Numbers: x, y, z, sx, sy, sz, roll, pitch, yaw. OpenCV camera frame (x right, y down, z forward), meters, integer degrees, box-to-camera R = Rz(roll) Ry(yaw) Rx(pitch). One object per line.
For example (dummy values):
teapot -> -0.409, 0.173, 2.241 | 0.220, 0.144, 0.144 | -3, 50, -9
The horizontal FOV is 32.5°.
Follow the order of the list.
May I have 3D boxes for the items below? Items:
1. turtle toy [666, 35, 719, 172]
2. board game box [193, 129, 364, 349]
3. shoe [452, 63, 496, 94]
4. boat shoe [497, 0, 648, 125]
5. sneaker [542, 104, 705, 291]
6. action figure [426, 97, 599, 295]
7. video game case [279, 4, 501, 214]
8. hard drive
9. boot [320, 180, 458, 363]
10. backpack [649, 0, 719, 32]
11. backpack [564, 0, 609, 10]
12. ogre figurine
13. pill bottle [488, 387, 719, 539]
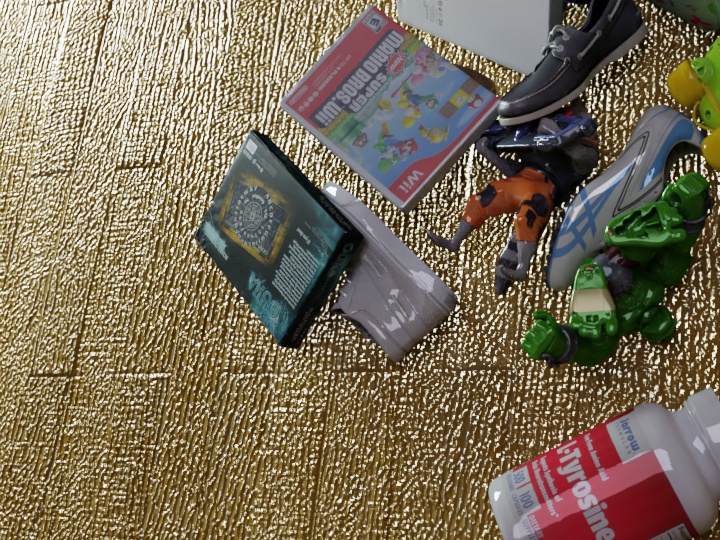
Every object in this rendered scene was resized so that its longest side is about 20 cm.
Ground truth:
turtle toy -> 0.370, -0.140, 1.076 | 0.145, 0.101, 0.201 | -37, 57, 30
board game box -> -0.088, -0.034, 1.241 | 0.200, 0.028, 0.136 | 48, 114, 41
shoe -> 0.047, -0.179, 1.280 | 0.198, 0.054, 0.070 | 7, 39, 23
boat shoe -> 0.193, -0.206, 1.169 | 0.200, 0.063, 0.072 | -39, 24, -25
sneaker -> 0.238, -0.059, 1.122 | 0.072, 0.072, 0.200 | 38, 90, 24
action figure -> 0.152, -0.084, 1.179 | 0.194, 0.105, 0.200 | -50, 27, -10
video game case -> 0.027, -0.164, 1.227 | 0.143, 0.017, 0.200 | -47, 59, -1
hard drive -> 0.116, -0.281, 1.245 | 0.199, 0.133, 0.027 | 30, 53, 32
boot -> 0.000, 0.000, 1.201 | 0.096, 0.074, 0.200 | -45, 54, 0
backpack -> 0.329, -0.312, 1.130 | 0.200, 0.178, 0.151 | 35, 86, 35
backpack -> 0.201, -0.395, 1.247 | 0.182, 0.147, 0.201 | 21, 74, 28
ogre figurine -> 0.228, 0.012, 1.062 | 0.098, 0.120, 0.201 | 22, 79, 27
pill bottle -> 0.213, 0.178, 0.996 | 0.199, 0.112, 0.113 | -29, 58, 10
